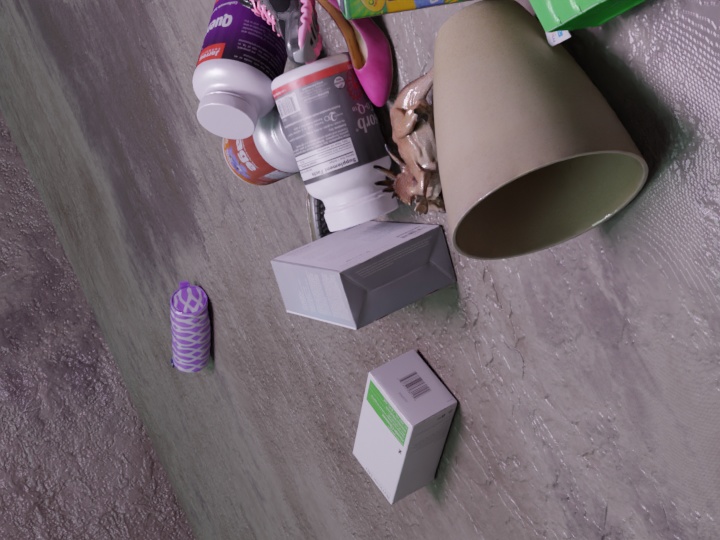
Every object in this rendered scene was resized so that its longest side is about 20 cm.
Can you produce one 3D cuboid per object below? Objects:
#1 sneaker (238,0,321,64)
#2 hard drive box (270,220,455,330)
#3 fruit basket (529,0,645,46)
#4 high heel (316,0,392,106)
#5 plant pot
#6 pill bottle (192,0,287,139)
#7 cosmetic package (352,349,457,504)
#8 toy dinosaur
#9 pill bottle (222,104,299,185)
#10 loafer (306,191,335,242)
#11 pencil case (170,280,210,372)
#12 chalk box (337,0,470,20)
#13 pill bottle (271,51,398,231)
[{"bbox_3d":[-0.101,-0.323,1.372,0.079,0.094,0.202,78,-178,-54],"label":"sneaker"},{"bbox_3d":[0.000,0.000,1.432,0.199,0.154,0.078,10,121,61],"label":"hard drive box"},{"bbox_3d":[0.189,-0.308,0.926,0.185,0.092,0.203,161,102,-64],"label":"fruit basket"},{"bbox_3d":[-0.024,-0.283,1.322,0.067,0.095,0.203,21,128,56],"label":"high heel"},{"bbox_3d":[0.141,-0.144,1.043,0.188,0.185,0.202,121,136,-59],"label":"plant pot"},{"bbox_3d":[-0.151,-0.276,1.457,0.113,0.111,0.203,129,156,-61],"label":"pill bottle"},{"bbox_3d":[0.059,0.220,1.570,0.108,0.084,0.202,48,147,30],"label":"cosmetic package"},{"bbox_3d":[0.065,-0.146,1.280,0.135,0.085,0.203,-147,48,-61],"label":"toy dinosaur"},{"bbox_3d":[-0.110,-0.186,1.550,0.199,0.111,0.114,-11,100,64],"label":"pill bottle"},{"bbox_3d":[-0.042,-0.040,1.574,0.069,0.075,0.203,20,127,52],"label":"loafer"},{"bbox_3d":[-0.347,0.121,2.302,0.202,0.083,0.086,100,163,-46],"label":"pencil case"},{"bbox_3d":[0.026,-0.317,1.046,0.125,0.197,0.125,-106,9,-60],"label":"chalk box"},{"bbox_3d":[-0.028,-0.159,1.406,0.115,0.115,0.203,-7,104,64],"label":"pill bottle"}]
